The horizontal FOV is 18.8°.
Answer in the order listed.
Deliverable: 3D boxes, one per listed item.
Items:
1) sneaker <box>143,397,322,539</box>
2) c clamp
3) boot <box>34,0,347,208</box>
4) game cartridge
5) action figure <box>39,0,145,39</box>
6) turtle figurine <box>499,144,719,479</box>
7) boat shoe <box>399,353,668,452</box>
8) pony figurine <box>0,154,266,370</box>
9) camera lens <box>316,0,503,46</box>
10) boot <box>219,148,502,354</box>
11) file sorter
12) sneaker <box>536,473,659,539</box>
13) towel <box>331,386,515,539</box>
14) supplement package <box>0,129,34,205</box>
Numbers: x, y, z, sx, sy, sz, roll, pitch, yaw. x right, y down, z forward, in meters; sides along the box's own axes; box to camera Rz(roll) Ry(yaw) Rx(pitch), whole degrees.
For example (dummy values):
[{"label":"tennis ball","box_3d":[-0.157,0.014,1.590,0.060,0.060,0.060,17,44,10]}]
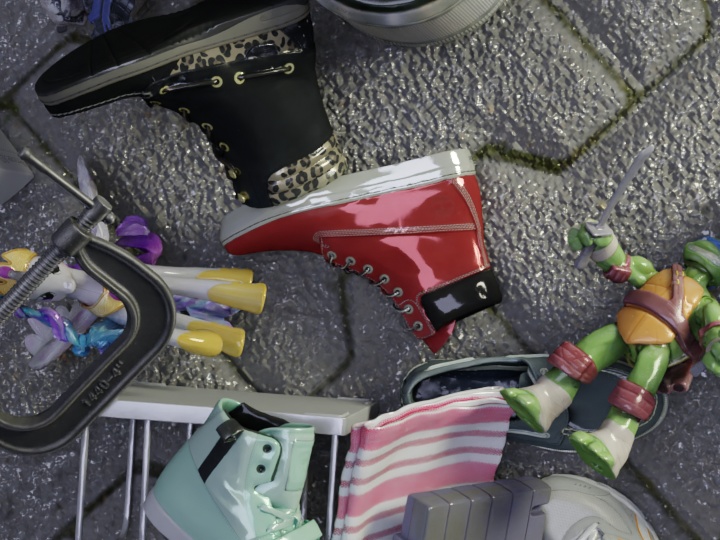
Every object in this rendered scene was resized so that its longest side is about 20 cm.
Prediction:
[{"label":"sneaker","box_3d":[-0.046,0.173,1.480,0.200,0.074,0.118,36,110,13]},{"label":"c clamp","box_3d":[-0.222,0.032,1.508,0.171,0.027,0.200,33,105,-25]},{"label":"boot","box_3d":[-0.114,-0.107,1.549,0.203,0.074,0.154,-20,119,-5]},{"label":"game cartridge","box_3d":[0.067,0.250,1.567,0.038,0.129,0.201,27,112,50]},{"label":"action figure","box_3d":[-0.155,-0.220,1.633,0.193,0.105,0.201,-18,55,15]},{"label":"turtle figurine","box_3d":[0.190,0.031,1.509,0.144,0.200,0.194,40,79,-2]},{"label":"boat shoe","box_3d":[0.126,0.097,1.603,0.199,0.062,0.073,3,89,10]},{"label":"pony figurine","box_3d":[-0.179,0.009,1.611,0.199,0.193,0.167,12,95,-9]},{"label":"camera lens","box_3d":[0.033,-0.245,1.552,0.159,0.200,0.161,0,89,10]},{"label":"boot","box_3d":[0.000,0.000,1.625,0.199,0.072,0.145,-12,89,6]},{"label":"file sorter","box_3d":[-0.098,0.155,1.606,0.199,0.139,0.125,3,93,10]},{"label":"sneaker","box_3d":[0.196,0.223,1.575,0.200,0.092,0.076,41,97,9]},{"label":"towel","box_3d":[0.040,0.184,1.555,0.030,0.146,0.201,30,121,42]},{"label":"supplement package","box_3d":[-0.367,-0.117,1.662,0.120,0.121,0.200,-38,84,7]}]
